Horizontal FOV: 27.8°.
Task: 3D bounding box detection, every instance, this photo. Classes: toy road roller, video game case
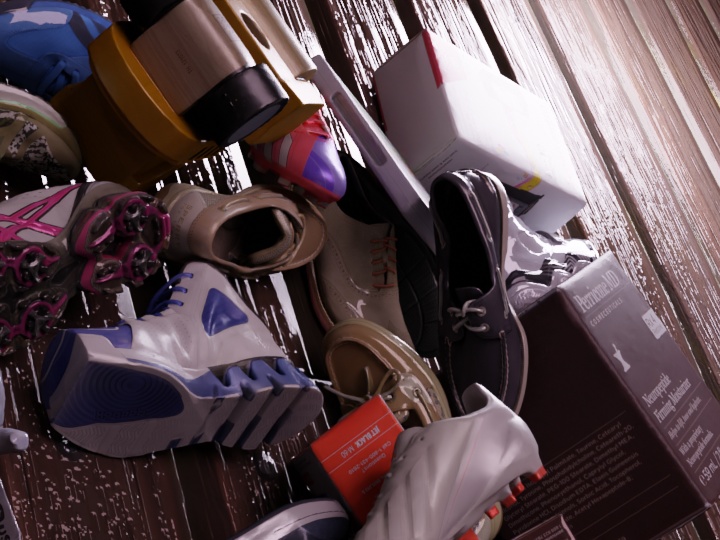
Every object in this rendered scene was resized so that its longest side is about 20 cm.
[{"bbox_3d":[-0.125,-0.127,1.006,0.123,0.145,0.200,55,15,1],"label":"toy road roller"},{"bbox_3d":[0.038,-0.070,1.219,0.183,0.022,0.200,58,6,35],"label":"video game case"}]

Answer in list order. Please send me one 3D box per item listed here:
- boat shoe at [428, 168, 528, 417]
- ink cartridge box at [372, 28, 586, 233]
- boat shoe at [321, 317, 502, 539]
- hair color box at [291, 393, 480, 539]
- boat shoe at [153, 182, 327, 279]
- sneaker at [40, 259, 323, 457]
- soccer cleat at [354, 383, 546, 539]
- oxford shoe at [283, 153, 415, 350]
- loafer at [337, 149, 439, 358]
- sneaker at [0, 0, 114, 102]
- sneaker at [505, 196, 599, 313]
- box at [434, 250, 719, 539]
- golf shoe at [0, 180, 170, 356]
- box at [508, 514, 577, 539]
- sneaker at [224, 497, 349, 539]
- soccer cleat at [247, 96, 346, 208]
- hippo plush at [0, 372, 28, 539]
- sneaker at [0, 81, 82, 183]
[{"bbox_3d":[0.078,0.023,1.081,0.063,0.072,0.203,8,77,-58],"label":"boat shoe"},{"bbox_3d":[0.117,-0.128,1.439,0.199,0.085,0.149,21,42,-40],"label":"ink cartridge box"},{"bbox_3d":[0.034,0.126,1.073,0.201,0.073,0.063,54,28,1],"label":"boat shoe"},{"bbox_3d":[0.037,0.188,0.971,0.064,0.111,0.201,-35,85,-15],"label":"hair color box"},{"bbox_3d":[-0.074,-0.024,1.055,0.064,0.073,0.199,19,6,29],"label":"boat shoe"},{"bbox_3d":[-0.126,0.053,0.943,0.198,0.081,0.116,9,38,-44],"label":"sneaker"},{"bbox_3d":[0.033,0.141,0.881,0.199,0.069,0.078,-32,79,-41],"label":"soccer cleat"},{"bbox_3d":[0.000,0.000,1.156,0.070,0.074,0.201,-5,62,-55],"label":"oxford shoe"},{"bbox_3d":[0.028,-0.019,1.225,0.201,0.072,0.063,57,25,12],"label":"loafer"},{"bbox_3d":[-0.192,-0.135,1.049,0.199,0.066,0.079,15,50,-46],"label":"sneaker"},{"bbox_3d":[0.154,-0.026,1.390,0.116,0.075,0.199,58,34,5],"label":"sneaker"},{"bbox_3d":[0.177,0.123,1.170,0.201,0.164,0.166,55,27,5],"label":"box"},{"bbox_3d":[-0.214,-0.003,0.893,0.091,0.073,0.199,17,28,35],"label":"golf shoe"},{"bbox_3d":[0.156,0.282,1.033,0.201,0.074,0.100,62,-11,14],"label":"box"},{"bbox_3d":[-0.047,0.223,0.848,0.201,0.077,0.147,-17,64,-51],"label":"sneaker"},{"bbox_3d":[-0.051,-0.112,1.133,0.066,0.077,0.200,29,9,-27],"label":"soccer cleat"},{"bbox_3d":[-0.260,0.069,0.710,0.159,0.160,0.201,-4,44,-21],"label":"hippo plush"},{"bbox_3d":[-0.266,-0.079,0.909,0.199,0.076,0.090,22,68,-40],"label":"sneaker"}]
